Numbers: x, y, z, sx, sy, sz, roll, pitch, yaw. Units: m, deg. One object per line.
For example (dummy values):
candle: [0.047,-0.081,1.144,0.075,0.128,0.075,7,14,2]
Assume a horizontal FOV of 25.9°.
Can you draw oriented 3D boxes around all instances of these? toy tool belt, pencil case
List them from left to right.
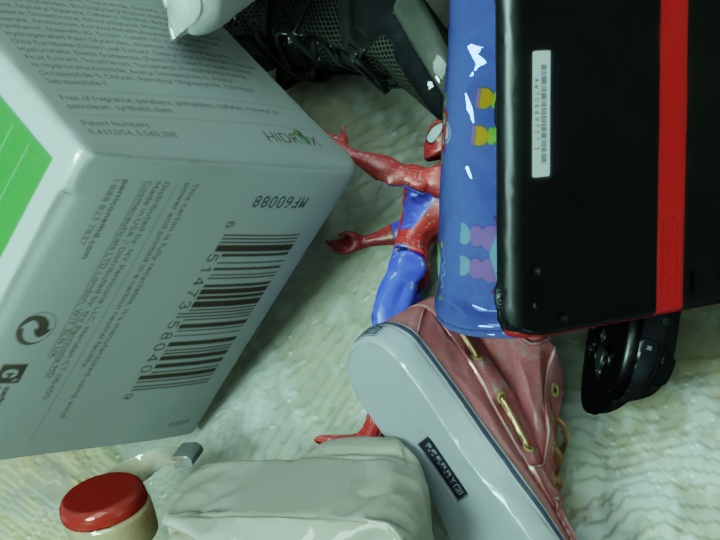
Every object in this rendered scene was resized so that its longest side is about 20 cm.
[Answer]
toy tool belt: [-0.050,0.163,0.791,0.199,0.125,0.123,-5,113,21]
pencil case: [0.081,-0.066,0.739,0.086,0.078,0.201,4,109,4]

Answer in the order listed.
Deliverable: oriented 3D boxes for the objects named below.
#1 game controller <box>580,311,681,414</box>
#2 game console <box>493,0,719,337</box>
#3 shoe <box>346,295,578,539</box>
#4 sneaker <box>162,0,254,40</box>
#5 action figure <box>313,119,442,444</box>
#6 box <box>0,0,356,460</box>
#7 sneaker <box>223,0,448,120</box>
game controller: [0.140,-0.028,0.795,0.042,0.104,0.201,13,75,-10]
game console: [0.135,-0.077,0.698,0.176,0.031,0.201,-8,104,-23]
shoe: [0.082,0.098,0.799,0.091,0.071,0.201,-31,85,-35]
sneaker: [-0.064,-0.177,0.832,0.080,0.077,0.200,-1,27,4]
action figure: [0.000,0.000,0.865,0.099,0.065,0.201,18,76,13]
box: [-0.155,-0.032,0.817,0.171,0.200,0.199,47,118,28]
sneaker: [-0.010,-0.129,0.907,0.114,0.076,0.200,-41,53,5]
